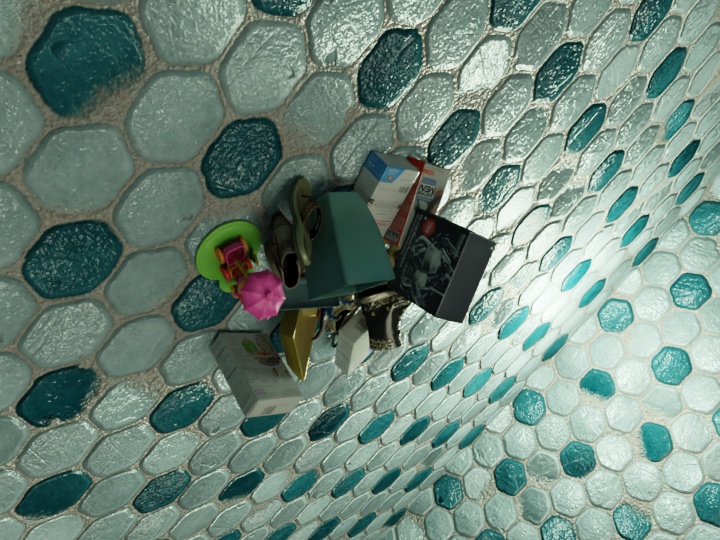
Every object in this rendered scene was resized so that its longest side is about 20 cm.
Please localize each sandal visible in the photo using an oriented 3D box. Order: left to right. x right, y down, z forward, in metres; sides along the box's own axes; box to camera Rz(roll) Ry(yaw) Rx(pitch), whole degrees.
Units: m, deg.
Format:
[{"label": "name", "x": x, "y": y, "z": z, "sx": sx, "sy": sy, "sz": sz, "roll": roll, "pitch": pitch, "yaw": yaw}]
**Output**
[{"label": "sandal", "x": -0.102, "y": -0.098, "z": 1.260, "sx": 0.056, "sy": 0.204, "sz": 0.080, "roll": -16, "pitch": 146, "yaw": 14}]

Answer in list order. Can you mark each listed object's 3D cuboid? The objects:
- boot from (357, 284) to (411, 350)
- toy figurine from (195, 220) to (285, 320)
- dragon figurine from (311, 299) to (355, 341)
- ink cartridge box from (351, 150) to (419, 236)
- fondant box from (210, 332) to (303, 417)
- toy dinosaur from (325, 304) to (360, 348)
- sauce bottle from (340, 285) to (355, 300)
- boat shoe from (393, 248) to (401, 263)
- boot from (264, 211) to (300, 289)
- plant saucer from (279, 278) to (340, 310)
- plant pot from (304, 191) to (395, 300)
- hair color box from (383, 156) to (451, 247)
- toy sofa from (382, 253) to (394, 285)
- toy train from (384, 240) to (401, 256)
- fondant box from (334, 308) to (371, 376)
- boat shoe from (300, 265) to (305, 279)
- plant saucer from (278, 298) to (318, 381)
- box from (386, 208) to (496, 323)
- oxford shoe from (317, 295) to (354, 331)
[{"label": "boot", "x": 0.100, "y": 0.111, "z": 1.608, "sx": 0.199, "sy": 0.074, "sz": 0.157, "roll": -11, "pitch": 105, "yaw": -5}, {"label": "toy figurine", "x": -0.224, "y": 0.032, "z": 1.278, "sx": 0.148, "sy": 0.184, "sz": 0.202, "roll": -27, "pitch": 145, "yaw": -21}, {"label": "dragon figurine", "x": -0.079, "y": 0.074, "z": 1.538, "sx": 0.200, "sy": 0.099, "sz": 0.059, "roll": -48, "pitch": -178, "yaw": -11}, {"label": "ink cartridge box", "x": 0.035, "y": -0.162, "z": 1.439, "sx": 0.115, "sy": 0.068, "sz": 0.202, "roll": 0, "pitch": 128, "yaw": -46}, {"label": "fondant box", "x": -0.240, "y": 0.237, "z": 1.461, "sx": 0.143, "sy": 0.201, "sz": 0.058, "roll": 9, "pitch": 128, "yaw": -50}, {"label": "toy dinosaur", "x": -0.043, "y": 0.150, "z": 1.741, "sx": 0.101, "sy": 0.058, "sz": 0.202, "roll": -30, "pitch": 152, "yaw": -47}, {"label": "sauce bottle", "x": 0.000, "y": 0.000, "z": 1.514, "sx": 0.200, "sy": 0.064, "sz": 0.065, "roll": -41, "pitch": 157, "yaw": -48}, {"label": "boat shoe", "x": 0.155, "y": -0.031, "z": 1.591, "sx": 0.199, "sy": 0.071, "sz": 0.062, "roll": -17, "pitch": 115, "yaw": -44}, {"label": "boot", "x": -0.157, "y": -0.017, "z": 1.319, "sx": 0.069, "sy": 0.147, "sz": 0.202, "roll": -12, "pitch": 135, "yaw": -10}, {"label": "plant saucer", "x": -0.144, "y": 0.055, "z": 1.417, "sx": 0.195, "sy": 0.071, "sz": 0.019, "roll": -4, "pitch": 160, "yaw": 0}, {"label": "plant pot", "x": -0.039, "y": -0.058, "z": 1.346, "sx": 0.140, "sy": 0.204, "sz": 0.140, "roll": -6, "pitch": 170, "yaw": -41}, {"label": "hair color box", "x": 0.133, "y": -0.158, "z": 1.506, "sx": 0.110, "sy": 0.063, "sz": 0.204, "roll": 3, "pitch": 110, "yaw": -48}, {"label": "toy sofa", "x": 0.090, "y": 0.047, "z": 1.722, "sx": 0.096, "sy": 0.083, "sz": 0.202, "roll": -22, "pitch": 142, "yaw": -26}, {"label": "toy train", "x": 0.104, "y": -0.107, "z": 1.595, "sx": 0.199, "sy": 0.055, "sz": 0.152, "roll": 32, "pitch": 86, "yaw": -51}, {"label": "fondant box", "x": 0.000, "y": 0.182, "z": 1.722, "sx": 0.144, "sy": 0.058, "sz": 0.201, "roll": -43, "pitch": 161, "yaw": -28}, {"label": "boat shoe", "x": -0.067, "y": -0.048, "z": 1.461, "sx": 0.197, "sy": 0.072, "sz": 0.073, "roll": -27, "pitch": 144, "yaw": -14}, {"label": "plant saucer", "x": -0.149, "y": 0.129, "z": 1.511, "sx": 0.047, "sy": 0.203, "sz": 0.202, "roll": 4, "pitch": 141, "yaw": 7}, {"label": "box", "x": 0.181, "y": -0.013, "z": 1.443, "sx": 0.103, "sy": 0.181, "sz": 0.203, "roll": 14, "pitch": 101, "yaw": -42}, {"label": "oxford shoe", "x": -0.032, "y": 0.063, "z": 1.609, "sx": 0.070, "sy": 0.075, "sz": 0.202, "roll": 7, "pitch": 116, "yaw": -52}]
